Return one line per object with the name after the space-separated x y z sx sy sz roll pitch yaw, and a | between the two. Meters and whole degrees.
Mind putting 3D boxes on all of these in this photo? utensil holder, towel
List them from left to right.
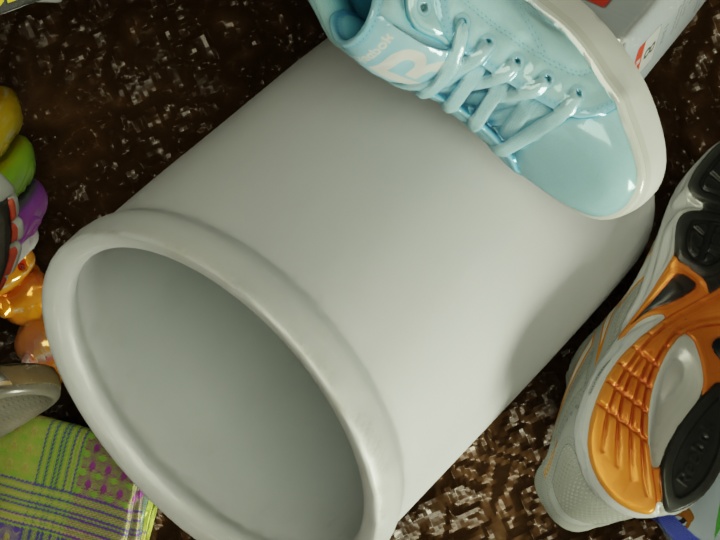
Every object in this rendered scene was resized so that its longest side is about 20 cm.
-0.163 0.158 1.224 0.143 0.023 0.201 12 91 23 | towel
0.000 0.000 1.151 0.170 0.170 0.200 50 55 -4 | utensil holder

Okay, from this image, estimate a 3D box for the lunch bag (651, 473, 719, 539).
0.207 0.078 1.185 0.124 0.200 0.170 44 89 -5 | lunch bag

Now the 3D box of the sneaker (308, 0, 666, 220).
0.026 -0.085 1.052 0.200 0.074 0.082 47 47 -4 | sneaker

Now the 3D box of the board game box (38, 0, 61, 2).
-0.206 -0.165 1.165 0.199 0.135 0.034 1 135 9 | board game box

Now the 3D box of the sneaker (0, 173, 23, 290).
-0.197 0.027 1.161 0.077 0.082 0.200 26 134 -8 | sneaker

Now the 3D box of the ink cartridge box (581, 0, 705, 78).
0.078 -0.160 1.163 0.162 0.050 0.200 24 51 18 | ink cartridge box

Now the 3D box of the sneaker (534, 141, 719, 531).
0.126 0.023 1.174 0.076 0.092 0.200 41 60 -9 | sneaker

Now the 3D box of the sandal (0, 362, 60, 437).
-0.193 0.099 1.183 0.200 0.082 0.055 -35 74 22 | sandal

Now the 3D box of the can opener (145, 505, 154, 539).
-0.101 0.067 1.236 0.066 0.053 0.201 10 90 -6 | can opener

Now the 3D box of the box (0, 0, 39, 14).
-0.145 -0.181 1.114 0.159 0.200 0.049 -22 137 -10 | box

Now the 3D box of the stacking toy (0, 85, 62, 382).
-0.172 -0.035 1.213 0.109 0.116 0.201 -15 116 37 | stacking toy
